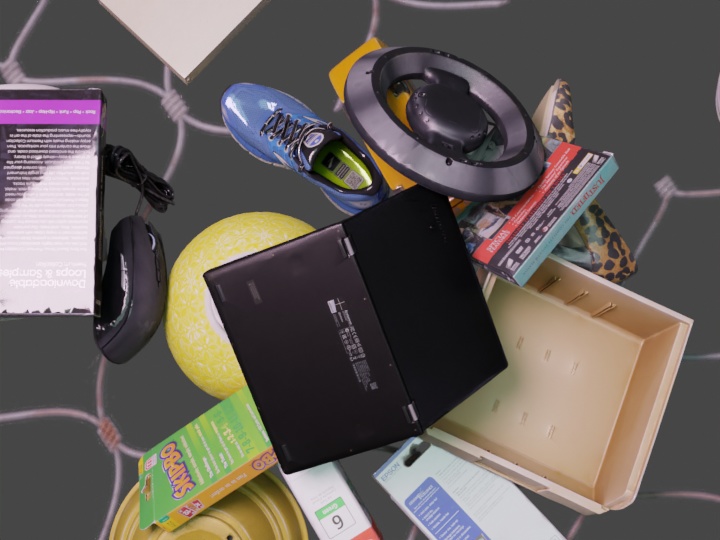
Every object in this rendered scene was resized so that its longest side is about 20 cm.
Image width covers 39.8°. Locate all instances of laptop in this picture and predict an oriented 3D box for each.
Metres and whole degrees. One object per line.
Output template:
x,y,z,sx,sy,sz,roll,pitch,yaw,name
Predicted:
0.002,0.045,0.859,0.199,0.116,0.188,-19,98,13,laptop

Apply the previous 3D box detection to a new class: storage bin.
0.182,0.103,0.956,0.199,0.094,0.199,25,72,-2,storage bin

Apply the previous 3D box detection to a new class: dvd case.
0.135,-0.072,0.961,0.146,0.200,0.022,-50,125,-7,dvd case

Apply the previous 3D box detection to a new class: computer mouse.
-0.219,-0.020,0.937,0.046,0.140,0.201,-1,67,21,computer mouse

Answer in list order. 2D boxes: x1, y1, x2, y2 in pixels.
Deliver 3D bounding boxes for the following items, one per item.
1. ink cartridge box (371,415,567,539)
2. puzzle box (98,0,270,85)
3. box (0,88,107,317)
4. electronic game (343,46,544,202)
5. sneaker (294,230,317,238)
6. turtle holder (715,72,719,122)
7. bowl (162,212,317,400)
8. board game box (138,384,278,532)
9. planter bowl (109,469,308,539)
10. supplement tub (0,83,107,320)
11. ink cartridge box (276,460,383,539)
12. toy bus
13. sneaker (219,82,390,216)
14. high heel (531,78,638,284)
0.112,0.240,0.983,0.099,0.039,0.200,-42,87,-7,ink cartridge box
-0.163,-0.312,1.056,0.133,0.025,0.200,43,83,4,puzzle box
-0.296,-0.058,0.867,0.142,0.036,0.201,0,81,-2,box
0.079,-0.138,0.915,0.199,0.042,0.201,15,44,-15,electronic game
0.000,0.000,0.940,0.075,0.200,0.081,-26,77,37,sneaker
0.436,-0.167,1.011,0.141,0.186,0.132,30,80,35,turtle holder
-0.101,0.033,0.970,0.199,0.108,0.201,0,83,-2,bowl
-0.122,0.160,0.916,0.199,0.096,0.030,-32,125,10,board game box
-0.150,0.275,0.948,0.199,0.083,0.202,0,82,-1,planter bowl
-0.324,-0.062,0.957,0.145,0.145,0.201,-12,82,-3,supplement tub
-0.014,0.241,0.943,0.050,0.109,0.201,-31,85,-5,ink cartridge box
0.042,-0.133,0.987,0.065,0.078,0.201,-34,71,16,toy bus
-0.053,-0.132,1.003,0.199,0.089,0.079,32,81,3,sneaker
0.232,-0.088,1.025,0.142,0.071,0.201,15,80,-10,high heel
